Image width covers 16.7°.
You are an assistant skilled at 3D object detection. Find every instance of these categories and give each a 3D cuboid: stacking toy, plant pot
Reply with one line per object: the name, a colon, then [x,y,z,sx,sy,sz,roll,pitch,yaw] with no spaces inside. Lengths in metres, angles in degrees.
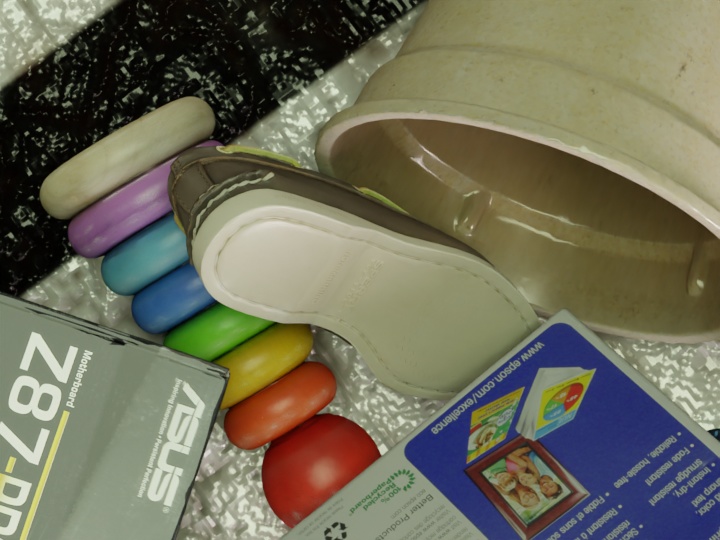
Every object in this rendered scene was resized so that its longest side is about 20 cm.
stacking toy: [-0.057,0.028,1.076,0.085,0.085,0.200,-30,91,-5]
plant pot: [0.107,-0.095,1.046,0.200,0.200,0.184,22,72,1]

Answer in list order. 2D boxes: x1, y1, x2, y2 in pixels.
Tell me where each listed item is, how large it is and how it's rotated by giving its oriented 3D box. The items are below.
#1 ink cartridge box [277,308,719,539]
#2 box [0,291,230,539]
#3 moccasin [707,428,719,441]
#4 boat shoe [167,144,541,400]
ink cartridge box: [0.075,0.138,0.998,0.198,0.047,0.200,-38,55,-13]
box: [-0.160,0.110,1.010,0.161,0.049,0.200,20,83,-2]
moccasin: [0.154,0.155,1.041,0.080,0.068,0.200,7,61,4]
boat shoe: [0.000,0.000,1.044,0.072,0.200,0.060,-52,44,17]
